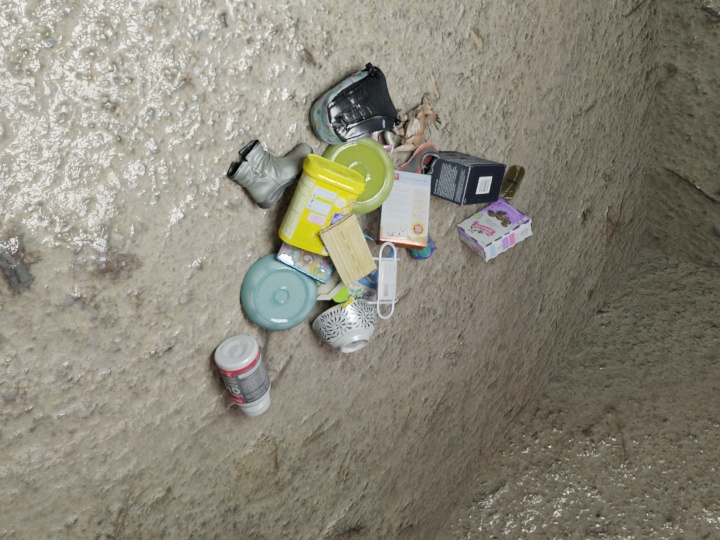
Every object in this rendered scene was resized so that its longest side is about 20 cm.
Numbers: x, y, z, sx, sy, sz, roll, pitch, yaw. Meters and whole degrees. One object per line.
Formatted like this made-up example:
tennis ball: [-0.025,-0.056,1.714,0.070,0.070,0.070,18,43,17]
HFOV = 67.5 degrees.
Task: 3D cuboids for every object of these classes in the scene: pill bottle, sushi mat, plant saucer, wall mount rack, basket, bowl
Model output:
pill bottle: [-0.290,0.272,1.368,0.110,0.110,0.202,-34,132,-30]
sushi mat: [-0.027,-0.045,1.300,0.095,0.012,0.201,-31,137,-6]
plant saucer: [-0.198,0.059,1.347,0.197,0.036,0.203,-5,103,-20]
plant saucer: [-0.009,-0.245,1.358,0.197,0.031,0.204,0,92,-8]
wall mount rack: [0.068,0.025,1.452,0.172,0.074,0.204,2,92,-44]
basket: [0.000,0.000,1.512,0.175,0.139,0.202,17,106,-50]
bowl: [-0.031,0.172,1.528,0.198,0.095,0.202,-16,153,-8]

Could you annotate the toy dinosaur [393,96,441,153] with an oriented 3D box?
toy dinosaur: [0.158,-0.397,1.519,0.135,0.085,0.202,14,105,-56]

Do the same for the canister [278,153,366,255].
canister: [-0.093,-0.148,1.257,0.147,0.087,0.202,18,115,-20]

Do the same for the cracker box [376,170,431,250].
cracker box: [0.117,-0.165,1.470,0.132,0.058,0.203,7,79,-9]

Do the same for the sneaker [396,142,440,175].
sneaker: [0.154,-0.272,1.546,0.076,0.082,0.201,23,111,-33]

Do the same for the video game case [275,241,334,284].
video game case: [-0.110,-0.086,1.351,0.142,0.018,0.202,27,73,-17]

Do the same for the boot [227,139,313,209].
boot: [-0.200,-0.249,1.228,0.201,0.067,0.131,-52,133,-15]

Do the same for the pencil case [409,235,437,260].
pencil case: [0.178,-0.132,1.674,0.091,0.086,0.202,-21,131,-4]

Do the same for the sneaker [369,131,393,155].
sneaker: [0.039,-0.312,1.427,0.081,0.088,0.203,-21,124,-39]

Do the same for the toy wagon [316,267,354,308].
toy wagon: [-0.097,0.017,1.411,0.155,0.040,0.200,-43,104,4]

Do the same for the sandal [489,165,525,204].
sandal: [0.545,-0.305,1.995,0.201,0.080,0.054,-52,160,-19]

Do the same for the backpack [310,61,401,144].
backpack: [-0.019,-0.380,1.295,0.199,0.126,0.168,-37,111,-26]

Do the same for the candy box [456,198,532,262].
candy box: [0.464,-0.143,1.872,0.198,0.168,0.072,-30,132,-8]

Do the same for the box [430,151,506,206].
box: [0.298,-0.283,1.634,0.198,0.197,0.125,-11,119,-43]
